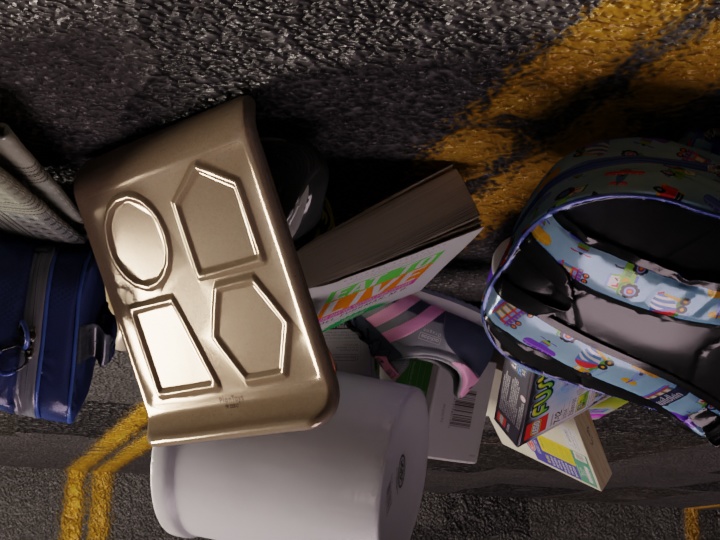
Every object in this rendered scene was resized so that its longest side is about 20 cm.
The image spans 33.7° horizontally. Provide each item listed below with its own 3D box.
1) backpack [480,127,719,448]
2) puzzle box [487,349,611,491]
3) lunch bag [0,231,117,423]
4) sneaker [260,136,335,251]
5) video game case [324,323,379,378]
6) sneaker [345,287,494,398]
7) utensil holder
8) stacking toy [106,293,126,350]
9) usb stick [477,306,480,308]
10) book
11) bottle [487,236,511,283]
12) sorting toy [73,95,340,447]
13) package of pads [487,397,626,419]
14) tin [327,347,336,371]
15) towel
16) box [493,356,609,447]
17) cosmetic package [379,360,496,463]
[{"bbox_3d":[0.179,-0.003,0.734,0.199,0.135,0.183,17,136,-11],"label":"backpack"},{"bbox_3d":[0.185,0.152,1.248,0.133,0.025,0.200,23,155,34],"label":"puzzle box"},{"bbox_3d":[-0.249,0.036,0.899,0.132,0.136,0.200,6,-174,-9],"label":"lunch bag"},{"bbox_3d":[-0.054,-0.043,0.824,0.084,0.075,0.200,-19,168,-26],"label":"sneaker"},{"bbox_3d":[-0.080,0.120,1.160,0.199,0.182,0.045,-1,174,12],"label":"video game case"},{"bbox_3d":[0.018,0.047,1.022,0.199,0.082,0.070,19,173,0],"label":"sneaker"},{"bbox_3d":[-0.055,0.163,1.035,0.199,0.171,0.170,7,166,16],"label":"utensil holder"},{"bbox_3d":[-0.125,0.030,1.067,0.199,0.086,0.085,2,166,-27],"label":"stacking toy"},{"bbox_3d":[0.123,0.052,1.183,0.199,0.033,0.055,0,171,5],"label":"usb stick"},{"bbox_3d":[0.000,0.000,0.877,0.133,0.048,0.200,-24,170,-14],"label":"book"},{"bbox_3d":[0.144,0.021,0.977,0.065,0.084,0.200,-41,158,0],"label":"bottle"},{"bbox_3d":[-0.099,0.007,0.759,0.185,0.201,0.036,-13,-178,43],"label":"sorting toy"},{"bbox_3d":[0.225,0.117,1.333,0.154,0.068,0.200,4,161,-8],"label":"package of pads"},{"bbox_3d":[-0.105,0.035,0.850,0.200,0.042,0.112,27,153,27],"label":"tin"},{"bbox_3d":[-0.292,-0.070,0.769,0.192,0.035,0.200,10,167,9],"label":"towel"},{"bbox_3d":[0.165,0.046,0.914,0.110,0.035,0.200,-25,144,-21],"label":"box"},{"bbox_3d":[0.034,0.123,1.215,0.085,0.108,0.200,14,175,-41],"label":"cosmetic package"}]
